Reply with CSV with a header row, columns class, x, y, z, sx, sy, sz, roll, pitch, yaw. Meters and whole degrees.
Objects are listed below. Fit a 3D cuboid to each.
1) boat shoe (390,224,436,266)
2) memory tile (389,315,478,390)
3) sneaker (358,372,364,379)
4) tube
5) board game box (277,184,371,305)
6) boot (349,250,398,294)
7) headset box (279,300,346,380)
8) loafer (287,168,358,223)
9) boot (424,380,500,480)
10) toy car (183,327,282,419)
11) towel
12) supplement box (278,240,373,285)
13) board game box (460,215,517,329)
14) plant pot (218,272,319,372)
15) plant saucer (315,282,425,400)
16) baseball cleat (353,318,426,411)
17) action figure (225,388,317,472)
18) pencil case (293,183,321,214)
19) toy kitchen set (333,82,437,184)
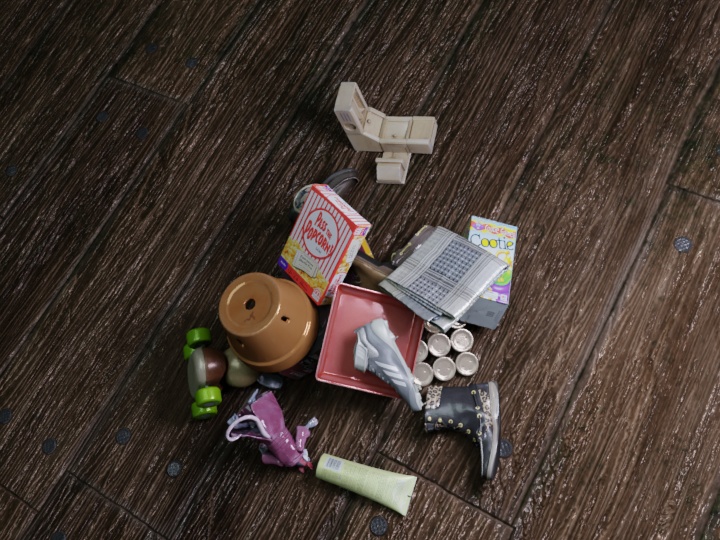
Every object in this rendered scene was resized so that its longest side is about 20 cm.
class,x,y,z,sx,sy,sz,roll,pitch,yaw
boat shoe,0.105,-0.023,1.713,0.200,0.072,0.059,-44,57,-12
memory tile,0.140,0.162,1.607,0.199,0.017,0.154,-13,85,-4
sneaker,0.030,0.166,1.654,0.077,0.076,0.201,21,58,-17
tube,0.009,0.425,1.547,0.199,0.058,0.052,14,28,16
board game box,-0.078,-0.054,1.589,0.151,0.046,0.201,43,119,31
boot,0.000,0.000,1.621,0.199,0.074,0.076,27,105,13
headset box,-0.116,0.133,1.666,0.199,0.075,0.149,-33,58,19
loafer,-0.077,-0.163,1.827,0.200,0.073,0.071,-39,68,4
boot,0.203,0.315,1.530,0.149,0.073,0.201,0,62,13
toy car,-0.276,0.218,1.686,0.199,0.158,0.165,-5,65,-20
towel,0.161,0.010,1.522,0.200,0.035,0.192,-44,53,-17
supplement box,-0.067,-0.004,1.723,0.199,0.110,0.086,-26,62,1
board game box,0.257,0.003,1.606,0.102,0.105,0.201,14,55,0
plant pot,-0.200,0.093,1.574,0.199,0.140,0.201,-7,63,14
plant saucer,0.021,0.145,1.564,0.198,0.037,0.201,14,82,-12
baseball cleat,0.048,0.199,1.523,0.106,0.070,0.201,-25,87,0
action figure,-0.165,0.340,1.570,0.134,0.149,0.200,-43,95,2
pencil case,-0.078,-0.118,1.728,0.077,0.200,0.090,16,74,31
toy kitchen set,0.054,-0.319,1.797,0.199,0.181,0.164,5,68,21
